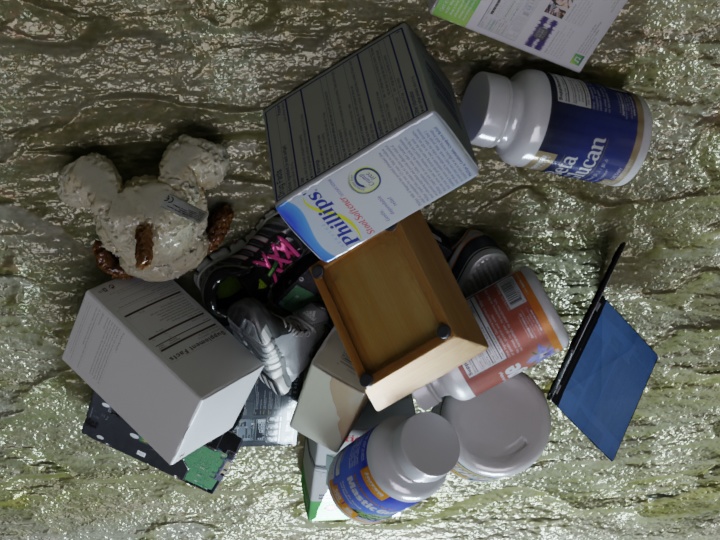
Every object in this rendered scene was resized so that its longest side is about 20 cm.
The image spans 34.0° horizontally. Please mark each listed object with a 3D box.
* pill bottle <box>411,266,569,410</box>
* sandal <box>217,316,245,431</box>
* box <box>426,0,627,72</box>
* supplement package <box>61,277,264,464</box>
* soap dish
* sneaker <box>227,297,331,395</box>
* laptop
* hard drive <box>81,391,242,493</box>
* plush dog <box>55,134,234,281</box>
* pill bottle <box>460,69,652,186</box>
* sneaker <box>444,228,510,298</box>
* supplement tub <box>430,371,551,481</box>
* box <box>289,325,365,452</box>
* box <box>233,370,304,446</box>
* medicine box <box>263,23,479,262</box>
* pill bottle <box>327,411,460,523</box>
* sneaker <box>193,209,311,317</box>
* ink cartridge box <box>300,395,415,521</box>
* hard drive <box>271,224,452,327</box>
[{"bbox_3d":[0.145,0.088,1.439,0.200,0.112,0.112,-29,130,5],"label":"pill bottle"},{"bbox_3d":[-0.181,0.145,1.515,0.076,0.043,0.201,2,131,-11],"label":"sandal"},{"bbox_3d":[0.190,-0.309,1.263,0.199,0.036,0.145,16,126,-24],"label":"box"},{"bbox_3d":[-0.240,0.110,1.423,0.120,0.200,0.121,-27,153,-51],"label":"supplement package"},{"bbox_3d":[0.036,0.040,1.381,0.157,0.200,0.081,-31,160,17],"label":"soap dish"},{"bbox_3d":[-0.091,0.064,1.443,0.115,0.075,0.200,-42,154,-17],"label":"sneaker"},{"bbox_3d":[0.332,0.107,1.523,0.116,0.187,0.200,25,147,11],"label":"laptop"},{"bbox_3d":[-0.265,0.218,1.559,0.200,0.038,0.140,26,145,-3],"label":"hard drive"},{"bbox_3d":[-0.233,-0.046,1.358,0.199,0.161,0.172,-12,155,0],"label":"plush dog"},{"bbox_3d":[0.219,-0.166,1.340,0.199,0.111,0.111,9,128,-17],"label":"pill bottle"},{"bbox_3d":[0.120,0.038,1.514,0.078,0.079,0.200,18,117,-30],"label":"sneaker"},{"bbox_3d":[0.168,0.210,1.587,0.144,0.145,0.200,-6,168,-5],"label":"supplement tub"},{"bbox_3d":[-0.026,0.147,1.515,0.078,0.095,0.200,29,150,6],"label":"box"},{"bbox_3d":[-0.159,0.159,1.594,0.157,0.051,0.200,-1,132,-9],"label":"box"},{"bbox_3d":[0.005,-0.140,1.276,0.200,0.182,0.103,-30,129,16],"label":"medicine box"},{"bbox_3d":[0.044,0.249,1.506,0.112,0.112,0.200,13,152,-20],"label":"pill bottle"},{"bbox_3d":[-0.117,-0.007,1.433,0.200,0.088,0.074,-30,129,15],"label":"sneaker"},{"bbox_3d":[-0.004,0.263,1.690,0.145,0.084,0.200,-1,130,-10],"label":"ink cartridge box"},{"bbox_3d":[0.000,0.000,1.494,0.140,0.038,0.200,29,120,-30],"label":"hard drive"}]
